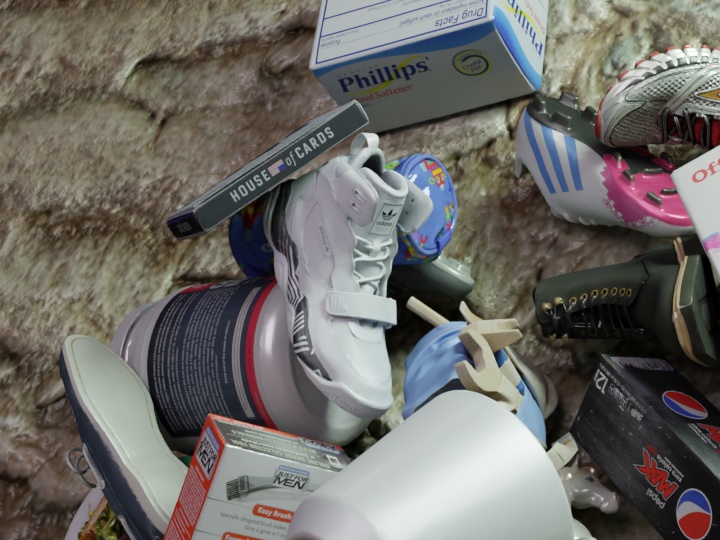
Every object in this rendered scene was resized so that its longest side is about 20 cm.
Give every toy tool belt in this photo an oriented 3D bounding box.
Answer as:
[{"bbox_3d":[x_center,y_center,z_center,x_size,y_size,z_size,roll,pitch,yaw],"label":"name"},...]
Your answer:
[{"bbox_3d":[0.073,0.089,1.295,0.124,0.123,0.200,-36,12,8],"label":"toy tool belt"}]

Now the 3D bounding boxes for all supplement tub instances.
[{"bbox_3d":[-0.092,0.077,1.450,0.199,0.140,0.141,-8,53,40],"label":"supplement tub"}]

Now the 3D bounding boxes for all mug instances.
[{"bbox_3d":[0.040,0.191,1.163,0.152,0.188,0.149,-24,2,-36],"label":"mug"}]

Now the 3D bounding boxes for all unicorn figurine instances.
[{"bbox_3d":[0.138,0.213,1.233,0.200,0.074,0.137,-52,33,-1],"label":"unicorn figurine"}]

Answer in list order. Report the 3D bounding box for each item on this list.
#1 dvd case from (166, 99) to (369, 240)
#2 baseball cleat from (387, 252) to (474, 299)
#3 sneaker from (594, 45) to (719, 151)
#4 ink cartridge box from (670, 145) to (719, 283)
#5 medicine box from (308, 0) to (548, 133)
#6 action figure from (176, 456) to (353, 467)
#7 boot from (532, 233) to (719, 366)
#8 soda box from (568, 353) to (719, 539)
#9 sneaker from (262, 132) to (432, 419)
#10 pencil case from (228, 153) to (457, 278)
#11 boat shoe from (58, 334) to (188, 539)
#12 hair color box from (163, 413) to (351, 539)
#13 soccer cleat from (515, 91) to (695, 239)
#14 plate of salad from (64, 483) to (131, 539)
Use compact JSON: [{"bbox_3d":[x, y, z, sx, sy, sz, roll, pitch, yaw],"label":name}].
[{"bbox_3d":[-0.077,-0.076,1.420,0.150,0.025,0.200,-35,7,-10],"label":"dvd case"},{"bbox_3d":[0.012,0.007,1.505,0.200,0.070,0.107,29,90,50],"label":"baseball cleat"},{"bbox_3d":[0.274,-0.121,1.364,0.198,0.078,0.083,-9,56,3],"label":"sneaker"},{"bbox_3d":[0.312,-0.013,1.248,0.128,0.125,0.201,-28,45,14],"label":"ink cartridge box"},{"bbox_3d":[0.067,-0.243,1.619,0.181,0.103,0.201,-12,52,28],"label":"medicine box"},{"bbox_3d":[-0.101,0.170,1.435,0.199,0.117,0.055,-6,81,51],"label":"action figure"},{"bbox_3d":[0.182,0.034,1.278,0.137,0.078,0.200,-13,6,13],"label":"boot"},{"bbox_3d":[0.225,0.140,1.221,0.200,0.063,0.071,50,129,47],"label":"soda box"},{"bbox_3d":[0.000,0.000,1.322,0.115,0.075,0.201,-38,59,35],"label":"sneaker"},{"bbox_3d":[-0.014,-0.033,1.442,0.199,0.087,0.078,-12,24,40],"label":"pencil case"},{"bbox_3d":[-0.182,0.138,1.393,0.200,0.075,0.062,53,124,22],"label":"boat shoe"},{"bbox_3d":[-0.087,0.215,1.307,0.201,0.110,0.064,-69,23,12],"label":"hair color box"},{"bbox_3d":[0.191,-0.063,1.421,0.200,0.069,0.087,45,133,43],"label":"soccer cleat"},{"bbox_3d":[-0.190,0.250,1.427,0.199,0.048,0.202,-17,66,42],"label":"plate of salad"}]
